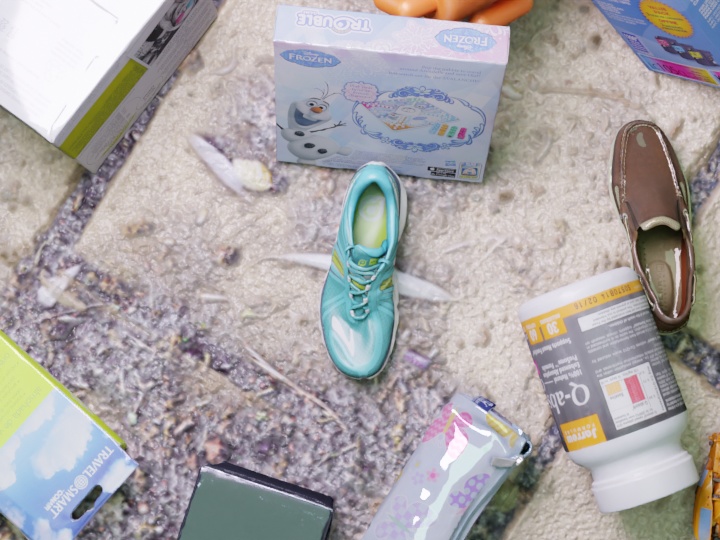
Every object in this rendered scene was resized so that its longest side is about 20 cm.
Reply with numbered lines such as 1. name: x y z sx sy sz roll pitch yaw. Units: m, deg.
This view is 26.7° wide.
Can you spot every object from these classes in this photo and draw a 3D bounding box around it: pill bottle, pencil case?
1. pill bottle: 0.225 0.107 1.360 0.115 0.116 0.202 -19 84 -2
2. pencil case: 0.073 0.211 1.366 0.090 0.083 0.201 32 86 26

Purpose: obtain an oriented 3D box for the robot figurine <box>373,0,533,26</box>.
1. robot figurine: 0.099 -0.287 1.309 0.199 0.117 0.144 -31 82 -12

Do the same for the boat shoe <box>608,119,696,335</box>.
1. boat shoe: 0.277 -0.044 1.396 0.074 0.075 0.204 -10 84 -1

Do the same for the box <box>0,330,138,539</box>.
1. box: -0.312 0.155 1.393 0.200 0.048 0.122 41 86 4

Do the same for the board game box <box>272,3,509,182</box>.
1. board game box: 0.023 -0.154 1.348 0.198 0.199 0.044 6 65 1

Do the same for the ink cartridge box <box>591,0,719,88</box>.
1. ink cartridge box: 0.272 -0.252 1.341 0.200 0.136 0.077 41 80 -38

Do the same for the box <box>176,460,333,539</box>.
1. box: -0.104 0.276 1.303 0.122 0.198 0.202 18 85 0

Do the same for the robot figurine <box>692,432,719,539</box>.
1. robot figurine: 0.356 0.253 1.372 0.144 0.058 0.202 7 84 3

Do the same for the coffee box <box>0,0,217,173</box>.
1. coffee box: -0.272 -0.234 1.359 0.199 0.198 0.201 37 87 3

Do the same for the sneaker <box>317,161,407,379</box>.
1. sneaker: 0.000 0.000 1.389 0.077 0.080 0.202 4 92 2
